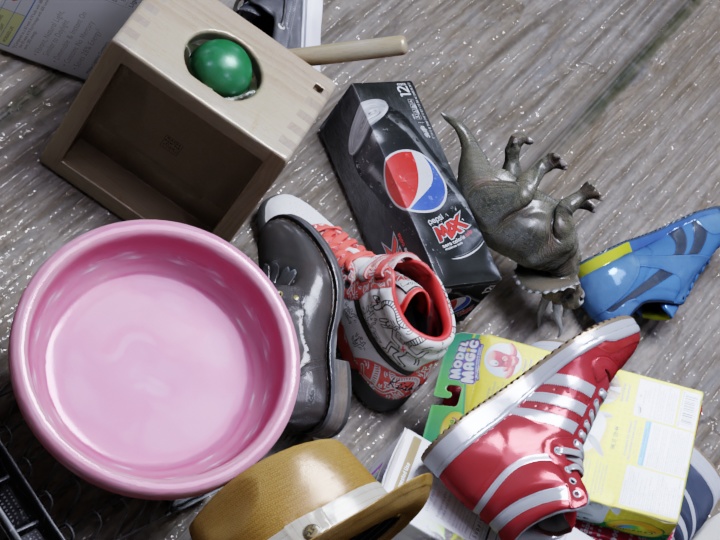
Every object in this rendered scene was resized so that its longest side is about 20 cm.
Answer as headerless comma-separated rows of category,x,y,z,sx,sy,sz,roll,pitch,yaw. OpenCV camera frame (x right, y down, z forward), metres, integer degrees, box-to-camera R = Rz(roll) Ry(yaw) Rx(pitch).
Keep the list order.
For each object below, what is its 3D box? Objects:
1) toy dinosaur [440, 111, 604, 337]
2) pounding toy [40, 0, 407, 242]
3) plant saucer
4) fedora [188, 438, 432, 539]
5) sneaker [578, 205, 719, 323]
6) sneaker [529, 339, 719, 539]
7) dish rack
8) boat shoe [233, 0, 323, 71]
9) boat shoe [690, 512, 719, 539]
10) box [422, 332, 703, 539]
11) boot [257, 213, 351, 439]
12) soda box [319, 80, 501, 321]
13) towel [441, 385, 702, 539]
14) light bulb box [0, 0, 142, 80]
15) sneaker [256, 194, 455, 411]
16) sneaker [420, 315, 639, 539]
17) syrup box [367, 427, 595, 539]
toy dinosaur,0.130,-0.048,1.802,0.200,0.077,0.102,45,83,-9
pounding toy,-0.104,-0.128,1.682,0.184,0.200,0.142,35,46,-5
plant saucer,-0.143,0.065,1.519,0.200,0.051,0.201,6,66,-13
fedora,-0.048,0.173,1.500,0.200,0.201,0.082,-22,71,-40
sneaker,0.262,0.002,1.912,0.200,0.066,0.079,-23,82,-40
sneaker,0.194,0.147,1.752,0.200,0.070,0.109,41,45,-3
dish rack,-0.192,0.124,1.542,0.200,0.055,0.153,-23,72,-41
boat shoe,-0.075,-0.204,1.853,0.066,0.070,0.200,14,59,-25
boat shoe,0.295,0.241,1.752,0.200,0.072,0.069,-36,102,-50
box,0.150,0.124,1.676,0.200,0.048,0.117,16,61,1
boot,-0.093,0.037,1.630,0.174,0.069,0.200,11,57,-41
soda box,0.039,-0.056,1.805,0.063,0.071,0.200,-7,61,-34
towel,0.154,0.136,1.708,0.200,0.022,0.145,16,61,4
light bulb box,-0.229,-0.268,1.709,0.200,0.198,0.125,19,47,-20
sneaker,0.001,0.000,1.715,0.067,0.108,0.201,-16,67,-39
sneaker,0.152,0.122,1.613,0.200,0.071,0.113,-34,74,-22
syrup box,0.088,0.209,1.634,0.200,0.079,0.081,31,47,-9
